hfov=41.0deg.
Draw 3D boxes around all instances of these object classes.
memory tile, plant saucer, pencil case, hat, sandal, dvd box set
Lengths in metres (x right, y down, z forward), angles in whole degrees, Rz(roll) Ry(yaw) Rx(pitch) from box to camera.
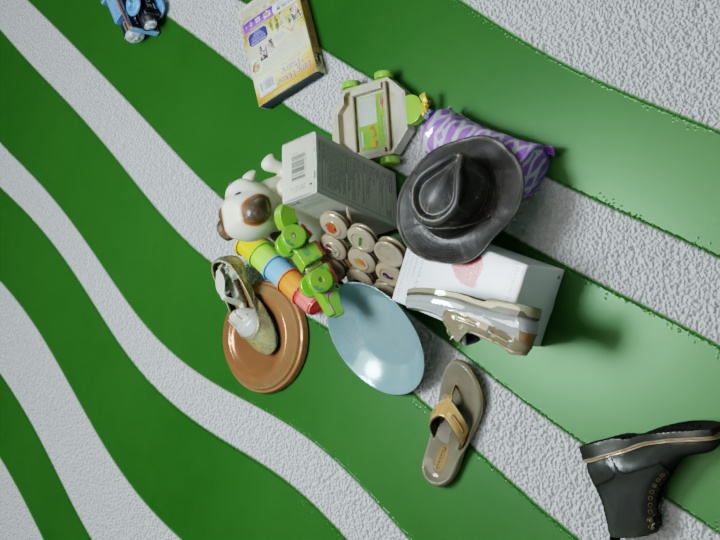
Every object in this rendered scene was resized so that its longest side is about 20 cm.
[{"bbox_3d":[0.000,0.000,1.506,0.153,0.017,0.200,26,143,17],"label":"memory tile"},{"bbox_3d":[0.032,0.100,1.521,0.201,0.039,0.202,26,133,32],"label":"plant saucer"},{"bbox_3d":[0.183,-0.179,1.433,0.200,0.084,0.086,31,69,34],"label":"pencil case"},{"bbox_3d":[0.123,-0.113,1.343,0.200,0.081,0.201,-11,65,26],"label":"hat"},{"bbox_3d":[-0.178,0.119,1.718,0.200,0.037,0.201,-2,86,38],"label":"plant saucer"},{"bbox_3d":[0.132,0.235,1.456,0.080,0.054,0.201,23,101,37],"label":"sandal"},{"bbox_3d":[-0.143,-0.410,1.729,0.146,0.029,0.201,-25,71,34],"label":"dvd box set"}]

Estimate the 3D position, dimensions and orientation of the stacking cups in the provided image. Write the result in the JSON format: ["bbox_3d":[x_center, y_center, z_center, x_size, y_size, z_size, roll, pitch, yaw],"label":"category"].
[{"bbox_3d":[-0.139,0.008,1.687,0.200,0.060,0.061,44,113,28],"label":"stacking cups"}]

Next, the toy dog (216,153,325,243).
[{"bbox_3d":[-0.146,-0.092,1.595,0.139,0.200,0.195,-12,78,45],"label":"toy dog"}]

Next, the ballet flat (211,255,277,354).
[{"bbox_3d":[-0.210,0.060,1.682,0.071,0.071,0.200,-39,65,29],"label":"ballet flat"}]

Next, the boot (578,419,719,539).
[{"bbox_3d":[0.391,0.275,1.248,0.200,0.077,0.139,-25,76,48],"label":"boot"}]

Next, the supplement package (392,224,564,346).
[{"bbox_3d":[0.170,0.021,1.400,0.200,0.120,0.122,22,99,36],"label":"supplement package"}]

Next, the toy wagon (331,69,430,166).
[{"bbox_3d":[0.036,-0.245,1.574,0.199,0.040,0.156,-9,82,36],"label":"toy wagon"}]

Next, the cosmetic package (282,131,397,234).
[{"bbox_3d":[-0.030,-0.130,1.507,0.073,0.200,0.104,-16,65,35],"label":"cosmetic package"}]

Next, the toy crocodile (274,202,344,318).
[{"bbox_3d":[-0.078,-0.017,1.499,0.200,0.062,0.068,59,160,5],"label":"toy crocodile"}]

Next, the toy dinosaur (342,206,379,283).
[{"bbox_3d":[-0.010,-0.021,1.536,0.061,0.106,0.200,-64,7,-21],"label":"toy dinosaur"}]

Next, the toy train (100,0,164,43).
[{"bbox_3d":[-0.470,-0.556,1.965,0.114,0.087,0.200,-41,66,39],"label":"toy train"}]

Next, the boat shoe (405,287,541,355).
[{"bbox_3d":[0.143,0.066,1.296,0.199,0.075,0.069,10,89,36],"label":"boat shoe"}]
